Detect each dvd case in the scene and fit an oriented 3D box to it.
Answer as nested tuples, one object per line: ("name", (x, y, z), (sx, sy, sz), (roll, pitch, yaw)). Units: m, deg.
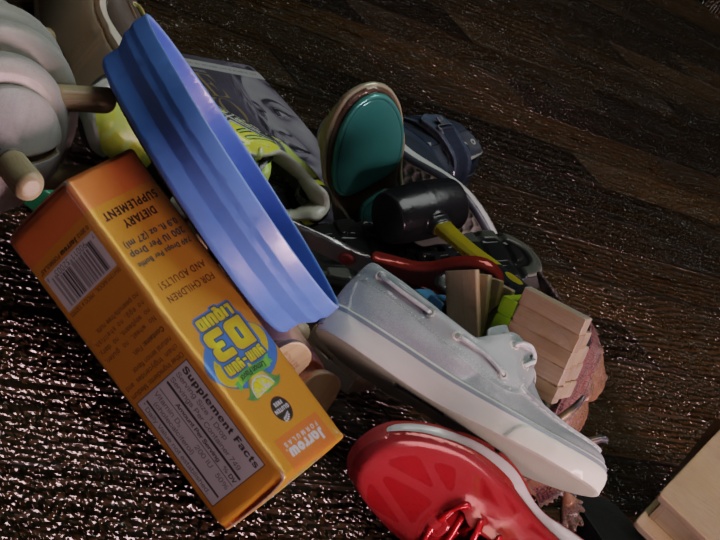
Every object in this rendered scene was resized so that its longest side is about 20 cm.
("dvd case", (-0.071, -0.099, 1.575), (0.200, 0.016, 0.148), (48, 22, 24))

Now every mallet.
("mallet", (0.078, -0.001, 1.366), (0.065, 0.041, 0.200), (-8, 36, -28))

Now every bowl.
("bowl", (-0.082, -0.052, 1.159), (0.201, 0.039, 0.201), (57, 2, -3))

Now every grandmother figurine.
("grandmother figurine", (-0.079, 0.008, 1.285), (0.122, 0.060, 0.200), (58, 0, -42))

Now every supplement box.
("supplement box", (-0.099, 0.037, 1.101), (0.200, 0.069, 0.066), (54, 37, 2))

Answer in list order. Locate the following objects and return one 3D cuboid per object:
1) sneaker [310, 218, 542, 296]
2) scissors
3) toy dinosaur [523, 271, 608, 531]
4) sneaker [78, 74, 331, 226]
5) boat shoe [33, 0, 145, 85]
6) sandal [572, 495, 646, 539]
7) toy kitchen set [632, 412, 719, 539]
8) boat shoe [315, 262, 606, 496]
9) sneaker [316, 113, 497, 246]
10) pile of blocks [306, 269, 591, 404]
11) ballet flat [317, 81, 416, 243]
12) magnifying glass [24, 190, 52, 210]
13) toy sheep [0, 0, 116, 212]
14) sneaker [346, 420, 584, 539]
("sneaker", (0.034, 0.017, 1.444), (0.199, 0.080, 0.076), (5, 39, -24))
("scissors", (0.000, 0.000, 1.319), (0.199, 0.073, 0.014), (14, 48, -5))
("toy dinosaur", (0.128, 0.087, 1.339), (0.085, 0.201, 0.136), (15, -21, 4))
("sneaker", (-0.100, -0.084, 1.376), (0.199, 0.076, 0.076), (21, -5, -37))
("boat shoe", (-0.183, -0.168, 1.455), (0.059, 0.072, 0.201), (29, 26, -42))
("sandal", (0.203, 0.210, 1.353), (0.075, 0.045, 0.200), (20, 27, -44))
("toy kitchen set", (0.322, 0.178, 1.483), (0.180, 0.200, 0.163), (43, -21, 11))
("boat shoe", (0.072, 0.062, 1.230), (0.200, 0.072, 0.070), (32, -15, 7))
("sneaker", (0.074, -0.059, 1.654), (0.202, 0.077, 0.146), (47, 24, 25))
("pile of blocks", (0.061, 0.040, 1.311), (0.199, 0.083, 0.062), (1, 1, 25))
("ballet flat", (-0.003, -0.072, 1.451), (0.070, 0.069, 0.201), (55, -17, 38))
("magnifying glass", (-0.195, -0.050, 1.249), (0.200, 0.022, 0.079), (48, 22, 21))
("toy sheep", (-0.218, -0.092, 1.142), (0.137, 0.138, 0.200), (22, 10, -39))
("sneaker", (0.079, 0.171, 1.176), (0.199, 0.079, 0.116), (32, 20, -15))
